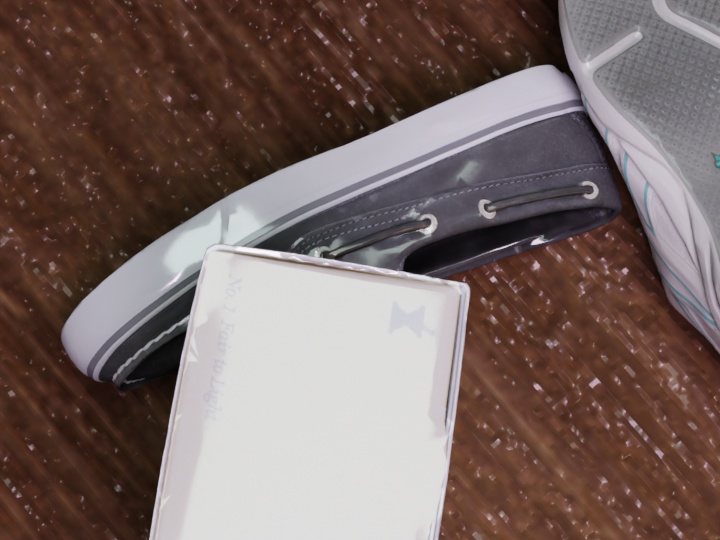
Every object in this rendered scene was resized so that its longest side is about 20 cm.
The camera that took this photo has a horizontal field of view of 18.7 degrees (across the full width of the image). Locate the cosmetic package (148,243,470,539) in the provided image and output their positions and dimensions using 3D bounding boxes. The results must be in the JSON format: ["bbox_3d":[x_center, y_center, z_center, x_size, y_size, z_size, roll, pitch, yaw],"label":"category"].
[{"bbox_3d":[-0.019,0.074,0.633,0.073,0.200,0.104,9,71,0],"label":"cosmetic package"}]

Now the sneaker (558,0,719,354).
[{"bbox_3d":[0.115,-0.030,0.742,0.070,0.080,0.201,-16,67,-11],"label":"sneaker"}]

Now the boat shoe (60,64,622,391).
[{"bbox_3d":[0.000,0.000,0.734,0.199,0.070,0.066,-25,74,-19],"label":"boat shoe"}]
